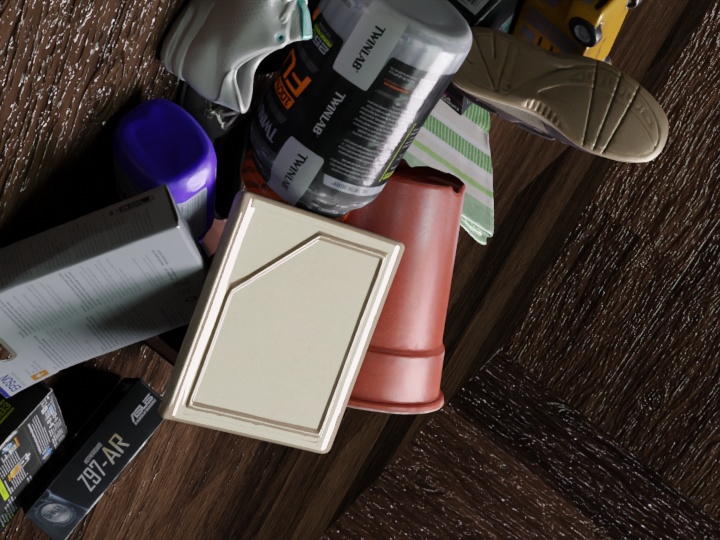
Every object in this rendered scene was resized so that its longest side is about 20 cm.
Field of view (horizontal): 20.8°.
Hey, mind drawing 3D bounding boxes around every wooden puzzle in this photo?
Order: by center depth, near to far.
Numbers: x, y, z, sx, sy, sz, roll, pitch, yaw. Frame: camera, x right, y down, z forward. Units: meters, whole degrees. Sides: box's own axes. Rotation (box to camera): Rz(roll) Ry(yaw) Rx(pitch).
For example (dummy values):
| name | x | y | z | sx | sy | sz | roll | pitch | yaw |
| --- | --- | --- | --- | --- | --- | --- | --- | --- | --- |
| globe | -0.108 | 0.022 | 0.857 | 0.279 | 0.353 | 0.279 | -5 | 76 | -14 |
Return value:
| name | x | y | z | sx | sy | sz | roll | pitch | yaw |
| --- | --- | --- | --- | --- | --- | --- | --- | --- | --- |
| wooden puzzle | -0.064 | 0.043 | 1.557 | 0.199 | 0.037 | 0.187 | 16 | 96 | -46 |

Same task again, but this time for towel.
| name | x | y | z | sx | sy | sz | roll | pitch | yaw |
| --- | --- | --- | --- | --- | --- | --- | --- | --- | --- |
| towel | 0.075 | -0.139 | 1.883 | 0.023 | 0.152 | 0.202 | -26 | -131 | 33 |

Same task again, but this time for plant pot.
| name | x | y | z | sx | sy | sz | roll | pitch | yaw |
| --- | --- | --- | --- | --- | --- | --- | --- | --- | --- |
| plant pot | 0.000 | 0.000 | 1.716 | 0.201 | 0.199 | 0.197 | -17 | 122 | -72 |

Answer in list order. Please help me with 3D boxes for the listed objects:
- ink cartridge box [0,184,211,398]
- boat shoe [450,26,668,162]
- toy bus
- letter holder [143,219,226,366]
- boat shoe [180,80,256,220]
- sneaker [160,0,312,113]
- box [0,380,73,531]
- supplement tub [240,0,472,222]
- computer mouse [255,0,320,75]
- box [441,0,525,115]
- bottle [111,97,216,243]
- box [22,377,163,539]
| name | x | y | z | sx | sy | sz | roll | pitch | yaw |
| --- | --- | --- | --- | --- | --- | --- | --- | --- | --- |
| ink cartridge box | -0.213 | 0.019 | 1.490 | 0.198 | 0.041 | 0.200 | -22 | 160 | -1 |
| boat shoe | 0.157 | -0.145 | 1.611 | 0.065 | 0.198 | 0.073 | -165 | -86 | -80 |
| toy bus | 0.175 | -0.199 | 1.664 | 0.065 | 0.078 | 0.200 | -43 | 167 | -23 |
| letter holder | -0.139 | 0.028 | 1.833 | 0.143 | 0.100 | 0.200 | -53 | 169 | -6 |
| boat shoe | -0.111 | -0.113 | 1.590 | 0.067 | 0.057 | 0.201 | -35 | 162 | -28 |
| sneaker | -0.063 | -0.208 | 1.424 | 0.201 | 0.088 | 0.075 | -58 | 166 | 25 |
| box | -0.331 | 0.188 | 1.679 | 0.193 | 0.047 | 0.200 | -47 | 169 | -16 |
| supplement tub | -0.008 | -0.136 | 1.558 | 0.201 | 0.122 | 0.122 | -57 | 168 | 24 |
| computer mouse | -0.056 | -0.214 | 1.546 | 0.140 | 0.046 | 0.201 | -41 | 164 | -52 |
| box | 0.080 | -0.255 | 1.700 | 0.124 | 0.148 | 0.200 | -46 | 169 | -13 |
| bottle | -0.154 | -0.057 | 1.537 | 0.065 | 0.084 | 0.200 | -38 | 166 | -19 |
| box | -0.249 | 0.175 | 1.832 | 0.161 | 0.043 | 0.200 | -51 | -174 | -9 |
